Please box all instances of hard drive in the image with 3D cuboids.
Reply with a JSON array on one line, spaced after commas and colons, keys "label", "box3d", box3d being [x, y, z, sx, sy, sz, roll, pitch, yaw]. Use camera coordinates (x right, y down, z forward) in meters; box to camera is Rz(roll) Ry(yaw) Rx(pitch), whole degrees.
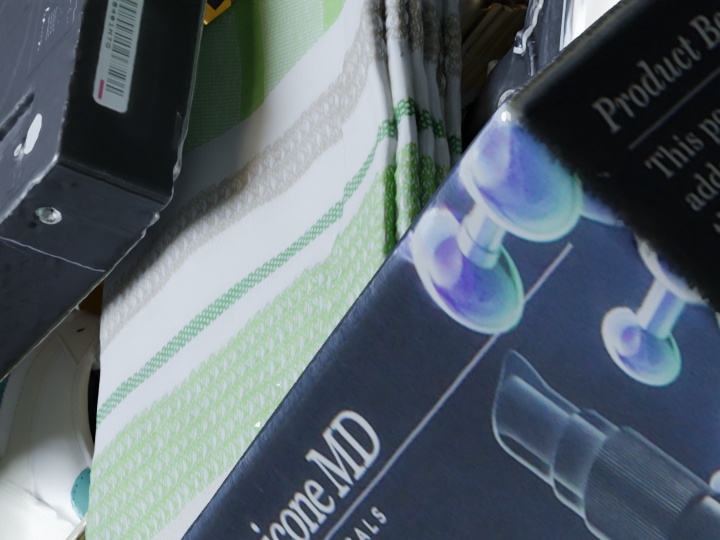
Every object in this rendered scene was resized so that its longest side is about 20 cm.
[{"label": "hard drive", "box3d": [-0.099, -0.035, 0.789, 0.200, 0.038, 0.140, -41, 35, 48]}]

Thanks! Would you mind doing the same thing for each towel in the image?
[{"label": "towel", "box3d": [-0.028, 0.007, 0.672, 0.149, 0.031, 0.200, -42, 37, 40]}]

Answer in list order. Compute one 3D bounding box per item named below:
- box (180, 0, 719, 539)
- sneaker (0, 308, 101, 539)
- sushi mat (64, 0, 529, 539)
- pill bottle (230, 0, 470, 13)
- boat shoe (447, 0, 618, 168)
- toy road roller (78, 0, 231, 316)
[{"label": "box", "box3d": [0.093, 0.055, 0.444, 0.200, 0.107, 0.148, 45, 144, 7]}, {"label": "sneaker", "box3d": [-0.087, 0.034, 0.879, 0.093, 0.070, 0.200, -42, 44, 21]}, {"label": "sushi mat", "box3d": [0.000, 0.000, 0.743, 0.012, 0.096, 0.200, 46, 118, 16]}, {"label": "pill bottle", "box3d": [0.015, -0.136, 0.817, 0.112, 0.112, 0.200, 122, 150, -49]}, {"label": "boat shoe", "box3d": [0.049, -0.024, 0.652, 0.068, 0.072, 0.200, 7, 96, 35]}, {"label": "toy road roller", "box3d": [-0.036, -0.049, 0.932, 0.200, 0.146, 0.123, 46, 155, 27]}]
